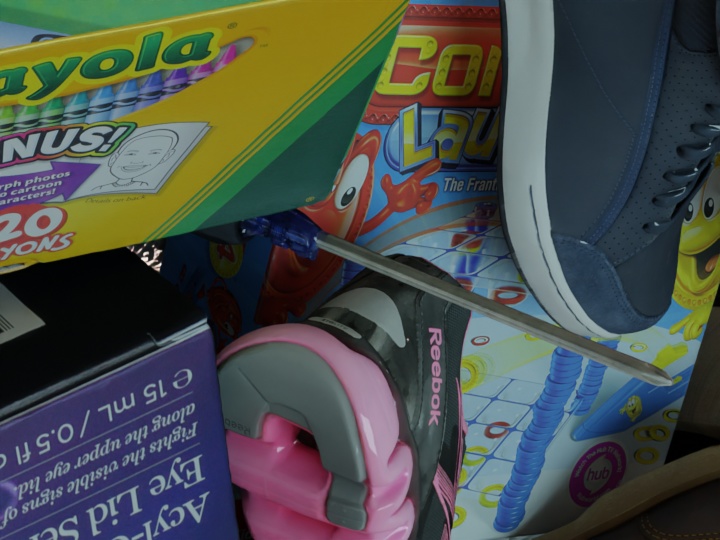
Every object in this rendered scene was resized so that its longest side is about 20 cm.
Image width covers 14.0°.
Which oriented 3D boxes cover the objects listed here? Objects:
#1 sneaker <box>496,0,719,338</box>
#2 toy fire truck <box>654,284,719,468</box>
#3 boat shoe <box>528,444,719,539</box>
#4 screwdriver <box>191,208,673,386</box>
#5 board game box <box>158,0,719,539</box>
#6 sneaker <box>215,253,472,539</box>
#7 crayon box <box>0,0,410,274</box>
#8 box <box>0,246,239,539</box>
[{"bbox_3d":[0.116,-0.047,0.849,0.077,0.146,0.203,-53,148,-40],"label":"sneaker"},{"bbox_3d":[0.217,0.099,1.043,0.176,0.200,0.129,46,61,-44],"label":"toy fire truck"},{"bbox_3d":[0.066,0.128,0.994,0.200,0.071,0.070,-30,146,25],"label":"boat shoe"},{"bbox_3d":[0.000,0.000,0.842,0.029,0.200,0.028,-60,154,-5],"label":"screwdriver"},{"bbox_3d":[0.032,-0.008,0.957,0.199,0.056,0.196,-3,117,-38],"label":"board game box"},{"bbox_3d":[0.005,0.080,0.905,0.095,0.079,0.200,-48,150,-43],"label":"sneaker"},{"bbox_3d":[-0.095,-0.052,0.771,0.199,0.058,0.119,-13,155,-21],"label":"crayon box"},{"bbox_3d":[-0.119,0.100,0.867,0.148,0.104,0.201,-26,128,-26],"label":"box"}]
